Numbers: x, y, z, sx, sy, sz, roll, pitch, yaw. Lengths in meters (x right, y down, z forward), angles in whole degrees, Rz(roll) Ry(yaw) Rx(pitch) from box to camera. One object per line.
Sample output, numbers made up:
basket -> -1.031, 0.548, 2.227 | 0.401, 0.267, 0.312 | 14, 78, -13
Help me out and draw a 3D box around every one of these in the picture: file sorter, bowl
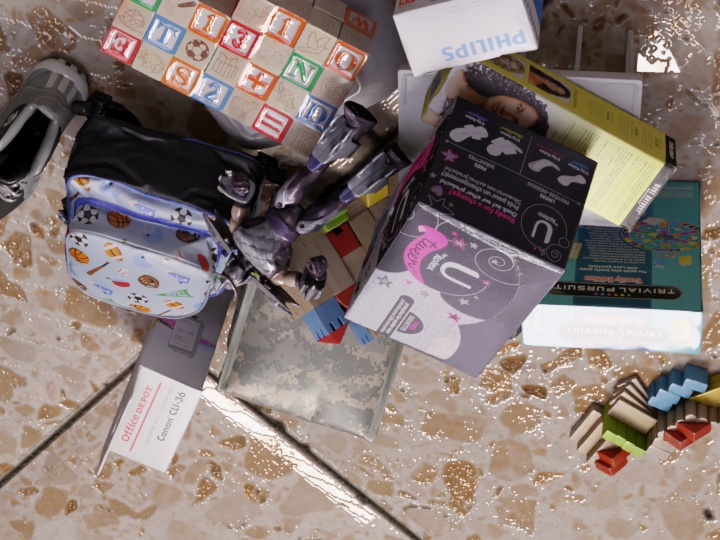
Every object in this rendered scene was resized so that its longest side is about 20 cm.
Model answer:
file sorter -> 0.138, -0.133, 1.534 | 0.198, 0.125, 0.140 | 4, 124, 7
bowl -> -0.072, -0.201, 1.557 | 0.199, 0.075, 0.200 | -21, 119, 21

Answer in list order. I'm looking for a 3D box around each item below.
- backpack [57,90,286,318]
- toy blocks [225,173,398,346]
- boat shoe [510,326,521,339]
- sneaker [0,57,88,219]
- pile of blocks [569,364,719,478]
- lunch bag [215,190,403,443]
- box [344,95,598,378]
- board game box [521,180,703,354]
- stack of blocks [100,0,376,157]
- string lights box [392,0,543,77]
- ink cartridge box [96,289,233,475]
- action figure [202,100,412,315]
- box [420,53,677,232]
backpack -> -0.184, -0.043, 1.627 | 0.199, 0.155, 0.191 | 21, 160, 1
toy blocks -> 0.000, 0.000, 1.583 | 0.137, 0.199, 0.100 | 59, 149, 0
boat shoe -> 0.111, -0.026, 1.649 | 0.073, 0.065, 0.201 | -22, 115, 27
sneaker -> -0.327, -0.099, 1.645 | 0.075, 0.116, 0.200 | 30, 124, -11
pile of blocks -> 0.293, 0.146, 1.740 | 0.199, 0.062, 0.082 | -28, 116, 26
lunch bag -> -0.032, 0.035, 1.683 | 0.163, 0.118, 0.201 | 18, 100, -3
box -> 0.084, -0.021, 1.439 | 0.131, 0.115, 0.200 | 24, 147, -6
board game box -> 0.221, -0.008, 1.560 | 0.150, 0.201, 0.047 | 2, 126, 9
stack of blocks -> -0.101, -0.194, 1.484 | 0.199, 0.059, 0.115 | 26, 125, -9
string lights box -> 0.092, -0.235, 1.424 | 0.102, 0.201, 0.059 | -11, 122, 17
ink cartridge box -> -0.186, 0.107, 1.712 | 0.067, 0.201, 0.117 | 22, 126, -6
action figure -> -0.054, -0.050, 1.485 | 0.200, 0.069, 0.130 | -44, 92, 14
box -> 0.152, -0.113, 1.440 | 0.199, 0.050, 0.075 | 26, 124, -9
